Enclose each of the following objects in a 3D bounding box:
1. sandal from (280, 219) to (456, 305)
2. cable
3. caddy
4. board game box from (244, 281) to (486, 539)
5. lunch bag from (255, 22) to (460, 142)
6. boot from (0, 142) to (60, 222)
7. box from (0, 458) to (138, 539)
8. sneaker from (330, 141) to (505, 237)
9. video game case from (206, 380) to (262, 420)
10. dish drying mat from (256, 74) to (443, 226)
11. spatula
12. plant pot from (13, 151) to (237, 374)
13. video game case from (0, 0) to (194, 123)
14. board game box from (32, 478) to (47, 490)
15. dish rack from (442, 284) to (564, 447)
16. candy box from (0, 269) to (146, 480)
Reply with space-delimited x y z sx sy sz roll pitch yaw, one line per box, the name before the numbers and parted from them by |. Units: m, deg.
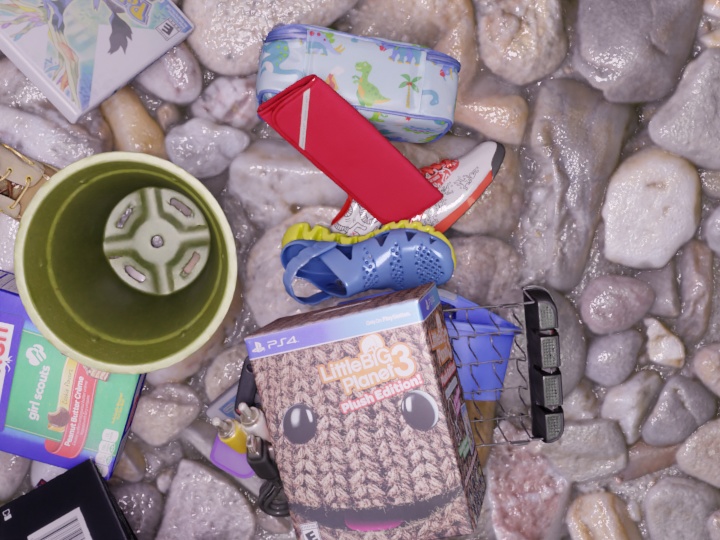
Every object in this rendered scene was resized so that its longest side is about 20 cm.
sandal | 0.000 0.000 0.906 0.198 0.087 0.080 -3 123 22
cable | -0.082 0.199 0.927 0.096 0.201 0.051 -7 55 6
caddy | 0.070 0.070 0.943 0.198 0.141 0.106 8 92 -6
board game box | 0.008 0.130 0.781 0.158 0.097 0.202 -14 94 14
lunch bag | -0.008 -0.182 0.894 0.198 0.161 0.083 7 87 -6
boot | -0.369 -0.089 0.879 0.199 0.155 0.073 34 95 -8
box | -0.260 0.337 0.889 0.117 0.197 0.201 -27 129 -18
sneaker | 0.057 -0.089 0.958 0.108 0.067 0.202 42 96 -11
video game case | -0.052 0.169 0.939 0.182 0.022 0.200 41 136 -9
dish drying mat | -0.006 -0.108 0.852 0.076 0.018 0.200 -27 133 28
spatula | -0.123 0.154 0.926 0.056 0.021 0.201 27 137 9
plant pot | -0.217 -0.018 0.885 0.198 0.190 0.203 -1 98 -5
video game case | -0.290 -0.269 0.872 0.200 0.022 0.183 47 53 -10
board game box | -0.374 0.352 1.010 0.120 0.032 0.201 37 93 -13
dish rack | 0.100 0.100 0.853 0.198 0.055 0.155 -5 95 -3
candy box | -0.337 0.110 0.952 0.198 0.077 0.171 18 98 -6
